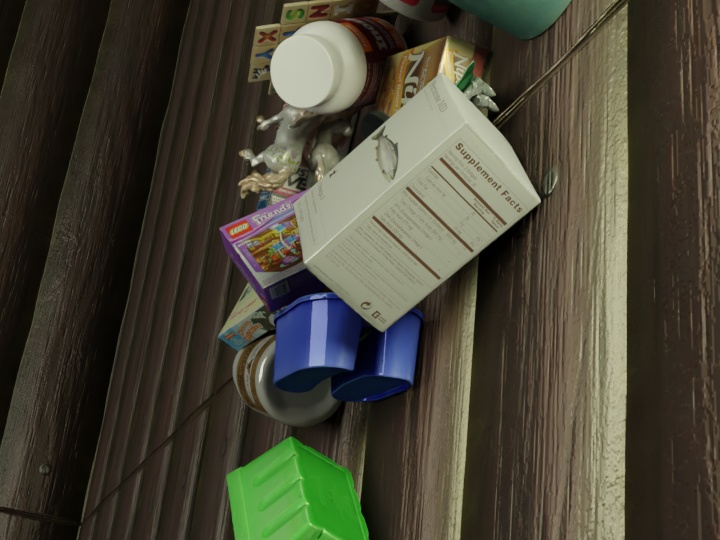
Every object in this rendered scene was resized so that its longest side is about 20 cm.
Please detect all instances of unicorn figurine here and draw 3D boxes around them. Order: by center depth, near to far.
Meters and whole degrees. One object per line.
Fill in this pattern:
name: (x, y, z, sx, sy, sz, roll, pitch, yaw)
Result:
unicorn figurine: (-0.097, -0.193, 1.555, 0.137, 0.074, 0.201, -6, 74, 51)
unicorn figurine: (-0.044, -0.128, 1.564, 0.201, 0.074, 0.138, -65, 23, 24)

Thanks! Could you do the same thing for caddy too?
caddy: (-0.016, 0.073, 1.234, 0.200, 0.141, 0.106, 147, 132, -63)

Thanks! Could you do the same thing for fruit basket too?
fruit basket: (-0.084, 0.317, 1.253, 0.216, 0.155, 0.216, -42, 27, 28)

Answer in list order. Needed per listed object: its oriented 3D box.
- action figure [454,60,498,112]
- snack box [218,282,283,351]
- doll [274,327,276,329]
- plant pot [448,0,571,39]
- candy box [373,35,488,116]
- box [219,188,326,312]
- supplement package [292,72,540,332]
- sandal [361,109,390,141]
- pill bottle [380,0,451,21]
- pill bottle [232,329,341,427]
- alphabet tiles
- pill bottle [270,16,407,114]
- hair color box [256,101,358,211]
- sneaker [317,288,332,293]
action figure: (0.052, -0.118, 1.169, 0.200, 0.055, 0.118, -41, -19, 1)
snack box: (-0.099, 0.019, 1.434, 0.200, 0.037, 0.116, -33, 25, 52)
doll: (-0.107, 0.054, 1.659, 0.136, 0.048, 0.201, -179, 105, -72)
plant pot: (0.126, -0.349, 1.134, 0.200, 0.160, 0.202, -165, 90, -71)
candy box: (0.072, -0.196, 1.329, 0.200, 0.055, 0.116, -170, 94, -72)
box: (-0.042, -0.041, 1.289, 0.137, 0.199, 0.039, 49, 159, 49)
supplement package: (0.048, -0.064, 1.087, 0.200, 0.117, 0.117, -40, 29, 15)
sandal: (0.037, -0.116, 1.267, 0.201, 0.048, 0.076, 50, 157, 48)
pill bottle: (0.092, -0.405, 1.354, 0.111, 0.110, 0.200, -99, 31, -52)
pill bottle: (-0.099, 0.132, 1.467, 0.200, 0.114, 0.115, 177, 108, -71)
alphabet tiles: (-0.050, -0.299, 1.536, 0.167, 0.199, 0.006, 109, 144, -54)
pill bottle: (-0.026, -0.254, 1.430, 0.200, 0.113, 0.113, -29, -33, -61)
hair color box: (-0.074, -0.170, 1.663, 0.060, 0.100, 0.201, 180, 104, -70)
sneaker: (-0.056, 0.019, 1.502, 0.200, 0.070, 0.090, -12, 61, 67)
